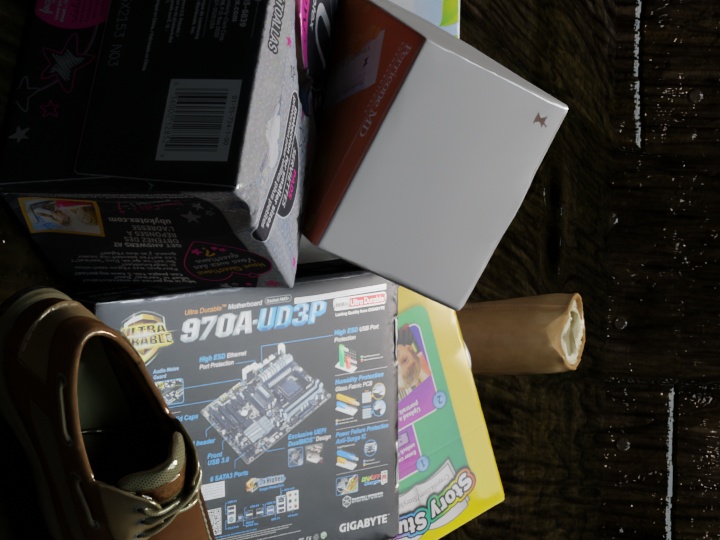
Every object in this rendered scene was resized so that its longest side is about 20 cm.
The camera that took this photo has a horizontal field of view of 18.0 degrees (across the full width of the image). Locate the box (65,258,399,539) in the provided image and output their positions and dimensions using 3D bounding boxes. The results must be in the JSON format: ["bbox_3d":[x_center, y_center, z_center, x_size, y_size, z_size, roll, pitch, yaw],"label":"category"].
[{"bbox_3d":[-0.068,0.082,1.223,0.200,0.046,0.159,-8,102,-37],"label":"box"}]

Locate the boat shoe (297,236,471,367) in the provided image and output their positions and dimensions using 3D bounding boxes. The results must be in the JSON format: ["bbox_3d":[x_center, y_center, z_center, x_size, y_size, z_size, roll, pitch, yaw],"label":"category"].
[{"bbox_3d":[0.000,0.000,1.403,0.074,0.200,0.067,-54,-153,0],"label":"boat shoe"}]

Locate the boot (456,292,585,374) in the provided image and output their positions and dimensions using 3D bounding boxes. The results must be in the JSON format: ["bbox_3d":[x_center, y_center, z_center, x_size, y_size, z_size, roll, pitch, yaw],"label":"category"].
[{"bbox_3d":[0.049,0.056,1.603,0.175,0.200,0.066,-59,145,-65],"label":"boot"}]

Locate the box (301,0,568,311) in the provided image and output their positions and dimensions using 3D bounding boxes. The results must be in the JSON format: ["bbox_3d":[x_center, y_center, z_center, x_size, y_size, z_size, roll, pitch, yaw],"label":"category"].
[{"bbox_3d":[0.008,-0.080,1.251,0.124,0.097,0.200,-62,-152,8],"label":"box"}]

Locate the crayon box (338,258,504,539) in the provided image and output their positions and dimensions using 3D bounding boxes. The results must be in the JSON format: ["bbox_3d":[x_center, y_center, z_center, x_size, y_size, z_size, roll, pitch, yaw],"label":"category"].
[{"bbox_3d":[-0.024,0.098,1.327,0.200,0.058,0.173,-26,112,-30],"label":"crayon box"}]

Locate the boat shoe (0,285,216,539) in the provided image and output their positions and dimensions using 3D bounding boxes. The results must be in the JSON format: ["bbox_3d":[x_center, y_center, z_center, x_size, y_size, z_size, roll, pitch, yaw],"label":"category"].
[{"bbox_3d":[-0.116,0.098,1.105,0.076,0.074,0.200,-46,127,-27],"label":"boat shoe"}]

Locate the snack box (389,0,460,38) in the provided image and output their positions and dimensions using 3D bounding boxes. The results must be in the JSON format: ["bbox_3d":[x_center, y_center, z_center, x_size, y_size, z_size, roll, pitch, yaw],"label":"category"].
[{"bbox_3d":[-0.011,-0.192,1.383,0.053,0.142,0.200,172,-81,-74],"label":"snack box"}]

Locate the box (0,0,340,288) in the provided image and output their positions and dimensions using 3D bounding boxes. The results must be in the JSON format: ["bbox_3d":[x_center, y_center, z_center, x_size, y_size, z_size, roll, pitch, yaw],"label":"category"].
[{"bbox_3d":[-0.090,-0.102,1.165,0.115,0.132,0.200,63,31,-61],"label":"box"}]
